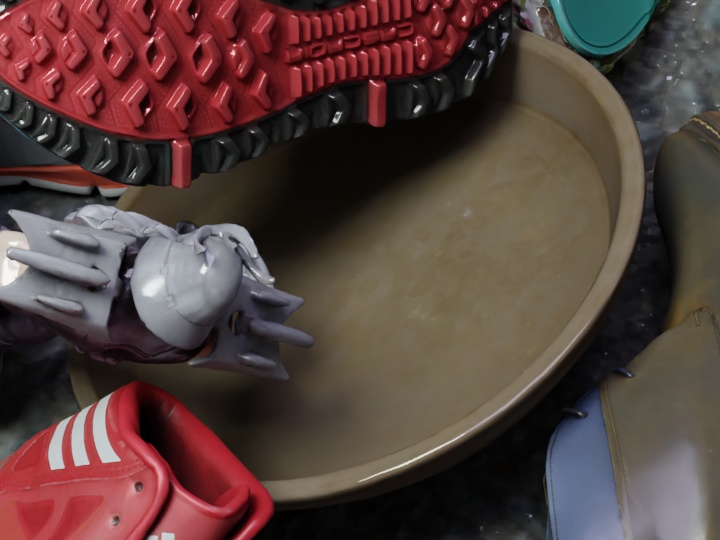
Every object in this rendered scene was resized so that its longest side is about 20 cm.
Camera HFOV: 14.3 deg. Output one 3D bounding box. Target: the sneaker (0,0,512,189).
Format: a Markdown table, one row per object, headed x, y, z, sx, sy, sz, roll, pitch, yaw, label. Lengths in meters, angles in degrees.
| x | y | z | sx | sy | sz | roll | pitch | yaw | label |
| --- | --- | --- | --- | --- | --- | --- | --- | --- | --- |
| -0.051 | -0.075 | 0.907 | 0.199 | 0.080 | 0.095 | -7 | 16 | -38 | sneaker |

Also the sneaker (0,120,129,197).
| x | y | z | sx | sy | sz | roll | pitch | yaw | label |
| --- | --- | --- | --- | --- | --- | --- | --- | --- | --- |
| -0.110 | -0.074 | 0.990 | 0.199 | 0.082 | 0.077 | -15 | 50 | -5 | sneaker |

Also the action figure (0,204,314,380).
| x | y | z | sx | sy | sz | roll | pitch | yaw | label |
| --- | --- | --- | --- | --- | --- | --- | --- | --- | --- |
| -0.098 | 0.000 | 0.866 | 0.199 | 0.130 | 0.070 | -4 | 63 | 47 | action figure |

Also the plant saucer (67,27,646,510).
| x | y | z | sx | sy | sz | roll | pitch | yaw | label |
| --- | --- | --- | --- | --- | --- | --- | --- | --- | --- |
| 0.000 | 0.000 | 0.920 | 0.199 | 0.030 | 0.201 | -17 | 43 | 16 | plant saucer |

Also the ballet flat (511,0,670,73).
| x | y | z | sx | sy | sz | roll | pitch | yaw | label |
| --- | --- | --- | --- | --- | --- | --- | --- | --- | --- |
| 0.085 | -0.137 | 1.039 | 0.064 | 0.076 | 0.200 | -12 | 37 | 39 | ballet flat |

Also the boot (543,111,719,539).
| x | y | z | sx | sy | sz | roll | pitch | yaw | label |
| --- | --- | --- | --- | --- | --- | --- | --- | --- | --- |
| 0.092 | 0.035 | 0.881 | 0.096 | 0.075 | 0.201 | -8 | 52 | -3 | boot |

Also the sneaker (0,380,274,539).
| x | y | z | sx | sy | sz | roll | pitch | yaw | label |
| --- | --- | --- | --- | --- | --- | --- | --- | --- | --- |
| -0.084 | 0.113 | 0.802 | 0.078 | 0.115 | 0.201 | 24 | 45 | -27 | sneaker |
